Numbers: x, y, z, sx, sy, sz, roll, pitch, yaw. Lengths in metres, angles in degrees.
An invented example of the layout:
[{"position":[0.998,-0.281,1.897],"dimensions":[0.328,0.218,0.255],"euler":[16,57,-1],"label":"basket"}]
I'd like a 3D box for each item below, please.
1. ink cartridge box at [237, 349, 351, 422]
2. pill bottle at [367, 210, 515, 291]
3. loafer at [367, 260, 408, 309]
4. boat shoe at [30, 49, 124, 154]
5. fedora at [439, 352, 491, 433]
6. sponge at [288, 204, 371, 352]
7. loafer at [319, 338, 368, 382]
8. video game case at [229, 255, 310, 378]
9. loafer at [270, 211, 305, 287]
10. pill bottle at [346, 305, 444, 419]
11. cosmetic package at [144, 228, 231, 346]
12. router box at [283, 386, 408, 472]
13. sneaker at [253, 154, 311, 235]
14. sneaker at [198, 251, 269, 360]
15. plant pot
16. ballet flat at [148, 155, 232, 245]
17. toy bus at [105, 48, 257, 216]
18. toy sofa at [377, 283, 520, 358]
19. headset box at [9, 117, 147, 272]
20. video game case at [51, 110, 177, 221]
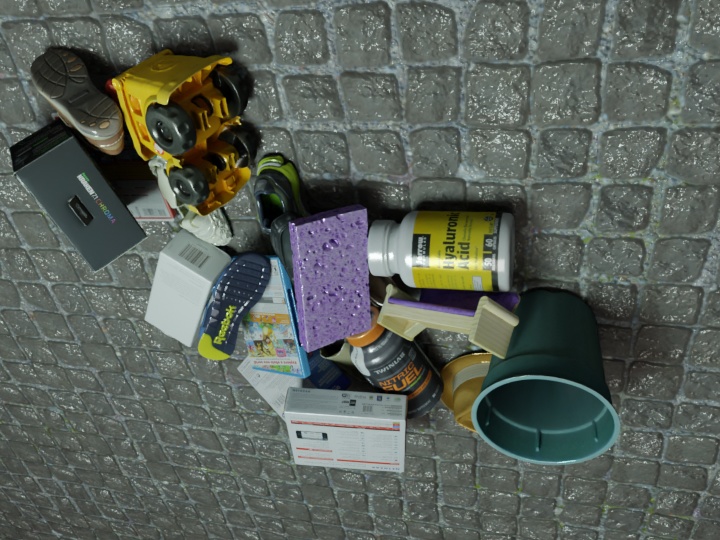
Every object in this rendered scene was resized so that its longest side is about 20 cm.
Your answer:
[{"position":[-0.110,0.202,1.225],"dimensions":[0.200,0.076,0.136],"euler":[48,132,5],"label":"ink cartridge box"},{"position":[0.116,-0.029,0.969],"dimensions":[0.199,0.112,0.112],"euler":[2,130,17],"label":"pill bottle"},{"position":[0.000,0.000,1.058],"dimensions":[0.073,0.071,0.200],"euler":[-25,118,34],"label":"loafer"},{"position":[-0.392,-0.231,0.945],"dimensions":[0.200,0.076,0.072],"euler":[50,160,25],"label":"boat shoe"},{"position":[0.224,0.228,1.173],"dimensions":[0.200,0.082,0.201],"euler":[10,131,11],"label":"fedora"},{"position":[-0.040,0.012,0.978],"dimensions":[0.111,0.030,0.201],"euler":[-16,119,-25],"label":"sponge"},{"position":[-0.035,0.132,1.186],"dimensions":[0.075,0.068,0.200],"euler":[-23,119,33],"label":"loafer"},{"position":[-0.153,0.074,1.123],"dimensions":[0.143,0.018,0.201],"euler":[0,106,44],"label":"video game case"},{"position":[-0.077,-0.008,1.004],"dimensions":[0.068,0.070,0.201],"euler":[-30,142,-7],"label":"loafer"},{"position":[0.051,0.150,1.142],"dimensions":[0.106,0.106,0.200],"euler":[-18,125,30],"label":"pill bottle"},{"position":[-0.300,0.034,1.175],"dimensions":[0.101,0.074,0.200],"euler":[32,137,0],"label":"cosmetic package"},{"position":[-0.021,0.274,1.158],"dimensions":[0.199,0.049,0.180],"euler":[3,137,5],"label":"router box"},{"position":[-0.115,-0.069,1.029],"dimensions":[0.074,0.081,0.200],"euler":[-7,128,24],"label":"sneaker"},{"position":[-0.210,0.046,1.096],"dimensions":[0.074,0.082,0.200],"euler":[23,112,-21],"label":"sneaker"},{"position":[0.275,0.148,1.009],"dimensions":[0.199,0.196,0.201],"euler":[9,133,10],"label":"plant pot"},{"position":[-0.271,-0.106,1.062],"dimensions":[0.071,0.072,0.200],"euler":[-8,127,24],"label":"ballet flat"},{"position":[-0.260,-0.199,0.943],"dimensions":[0.191,0.136,0.201],"euler":[19,137,25],"label":"toy bus"},{"position":[0.127,0.057,0.992],"dimensions":[0.083,0.098,0.200],"euler":[29,165,-38],"label":"toy sofa"},{"position":[-0.408,-0.112,0.983],"dimensions":[0.200,0.093,0.174],"euler":[36,158,55],"label":"headset box"},{"position":[-0.386,-0.164,1.080],"dimensions":[0.142,0.017,0.201],"euler":[2,130,17],"label":"video game case"}]
